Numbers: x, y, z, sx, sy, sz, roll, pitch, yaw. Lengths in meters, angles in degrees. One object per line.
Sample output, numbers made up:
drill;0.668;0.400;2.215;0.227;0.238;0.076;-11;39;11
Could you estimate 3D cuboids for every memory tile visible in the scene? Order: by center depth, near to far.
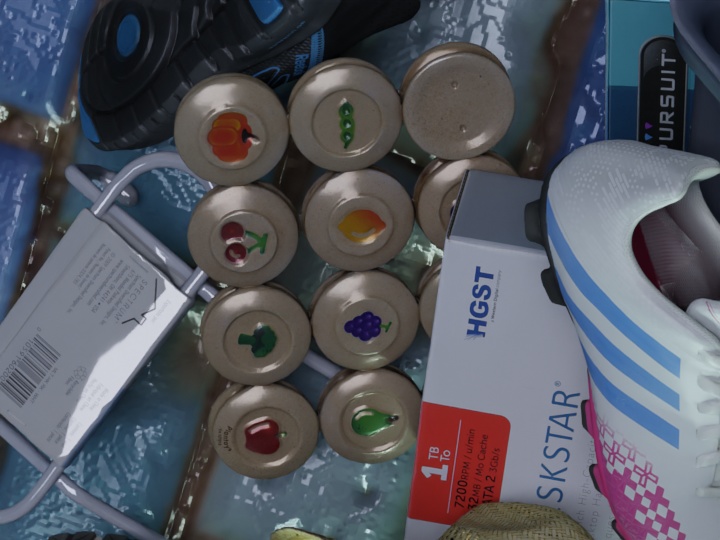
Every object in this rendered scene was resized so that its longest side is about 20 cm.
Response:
memory tile;0.000;0.000;1.031;0.152;0.017;0.202;-7;117;-3

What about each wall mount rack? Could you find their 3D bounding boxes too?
wall mount rack;-0.101;0.049;1.085;0.173;0.075;0.200;40;100;11

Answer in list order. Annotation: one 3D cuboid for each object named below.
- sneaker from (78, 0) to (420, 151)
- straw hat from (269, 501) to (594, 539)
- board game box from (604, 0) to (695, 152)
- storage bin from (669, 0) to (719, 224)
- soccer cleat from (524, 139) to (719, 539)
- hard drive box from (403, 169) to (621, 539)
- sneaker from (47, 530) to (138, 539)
sneaker;-0.056;-0.098;1.048;0.199;0.081;0.074;-19;71;48
straw hat;0.065;0.144;0.954;0.201;0.201;0.085;40;72;8
board game box;0.204;-0.055;0.993;0.198;0.047;0.152;5;125;12
storage bin;0.210;-0.027;0.871;0.145;0.135;0.200;-26;60;-19
soccer cleat;0.128;0.044;0.896;0.086;0.070;0.201;-1;118;46
hard drive box;0.128;0.055;0.997;0.198;0.077;0.157;9;117;6
sneaker;-0.085;0.189;1.068;0.198;0.079;0.090;18;129;-1
